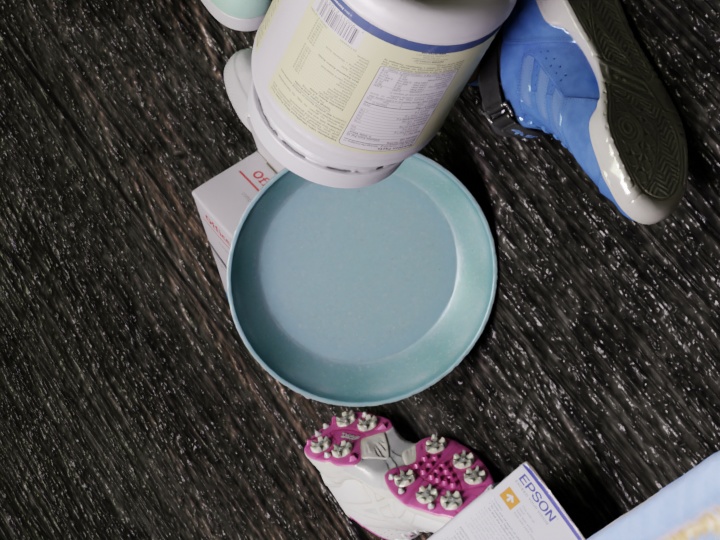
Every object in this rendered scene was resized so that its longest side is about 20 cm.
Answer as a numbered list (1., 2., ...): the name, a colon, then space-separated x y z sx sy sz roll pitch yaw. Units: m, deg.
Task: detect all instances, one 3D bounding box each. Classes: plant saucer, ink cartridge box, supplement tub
1. plant saucer: 0.000 0.000 1.779 0.036 0.199 0.201 -108 16 -73
2. ink cartridge box: -0.064 -0.009 1.877 0.116 0.068 0.200 45 160 38
3. ink cartridge box: 0.127 0.256 1.736 0.200 0.041 0.200 54 131 9
4. supplement tub: 0.010 -0.161 1.628 0.145 0.145 0.200 62 147 22

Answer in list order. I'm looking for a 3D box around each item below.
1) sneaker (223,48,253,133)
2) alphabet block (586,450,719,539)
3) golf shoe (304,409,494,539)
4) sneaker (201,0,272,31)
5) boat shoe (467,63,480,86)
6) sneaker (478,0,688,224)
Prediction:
1. sneaker: -0.026 -0.117 1.871 0.200 0.075 0.089 50 125 25
2. alphabet block: 0.283 0.192 1.400 0.195 0.200 0.197 -42 67 51
3. golf shoe: 0.042 0.173 1.867 0.200 0.075 0.092 22 138 49
4. sneaker: -0.130 -0.296 1.941 0.200 0.074 0.118 44 141 26
5. boat shoe: 0.022 -0.199 1.759 0.200 0.072 0.072 49 136 35
6. sneaker: 0.142 -0.102 1.612 0.111 0.077 0.200 -43 61 45
